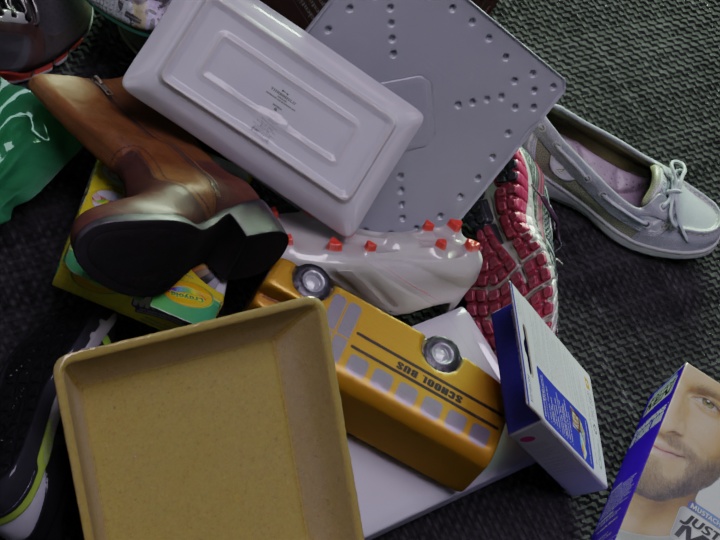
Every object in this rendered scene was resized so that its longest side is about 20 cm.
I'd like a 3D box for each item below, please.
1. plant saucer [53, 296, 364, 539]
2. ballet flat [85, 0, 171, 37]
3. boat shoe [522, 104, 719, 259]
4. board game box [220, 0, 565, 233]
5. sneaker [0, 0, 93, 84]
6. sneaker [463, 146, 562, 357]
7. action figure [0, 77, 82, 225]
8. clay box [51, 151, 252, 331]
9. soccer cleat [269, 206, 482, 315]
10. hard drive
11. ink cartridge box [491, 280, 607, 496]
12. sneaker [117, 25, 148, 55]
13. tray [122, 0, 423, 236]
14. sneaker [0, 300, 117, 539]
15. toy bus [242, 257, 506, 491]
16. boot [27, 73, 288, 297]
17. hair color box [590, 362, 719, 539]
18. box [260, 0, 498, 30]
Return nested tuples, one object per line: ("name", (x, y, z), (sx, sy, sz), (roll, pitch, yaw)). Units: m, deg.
("plant saucer", (-0.104, 0.132, 1.256), (0.199, 0.048, 0.202), (-13, 98, -29))
("ballet flat", (-0.205, -0.250, 1.437), (0.072, 0.072, 0.200), (-24, 49, -34))
("boat shoe", (0.218, -0.075, 1.570), (0.201, 0.065, 0.075), (29, 52, -6))
("board game box", (0.024, -0.119, 1.409), (0.200, 0.200, 0.026), (34, 10, -29))
("sneaker", (-0.277, -0.186, 1.397), (0.199, 0.082, 0.077), (-23, 71, -36))
("sneaker", (0.130, -0.014, 1.486), (0.074, 0.080, 0.201), (24, 55, -48))
("action figure", (-0.288, -0.049, 1.325), (0.118, 0.055, 0.201), (30, 59, -6))
("clay box", (-0.147, -0.025, 1.341), (0.114, 0.048, 0.201), (23, 34, -10))
("soccer cleat", (0.000, 0.000, 1.403), (0.199, 0.078, 0.069), (4, 33, -27))
("hard drive", (0.030, 0.115, 1.387), (0.199, 0.027, 0.132), (-20, 70, -34))
("ink cartridge box", (0.132, 0.089, 1.362), (0.037, 0.200, 0.095), (-14, 62, 16))
("sneaker", (-0.124, -0.160, 1.471), (0.106, 0.075, 0.201), (49, 11, -44))
("tray", (-0.059, -0.120, 1.334), (0.199, 0.022, 0.108), (33, 85, -12))
("sneaker", (-0.206, 0.109, 1.270), (0.083, 0.071, 0.201), (53, 39, -31))
("toy bus", (0.006, 0.074, 1.345), (0.199, 0.065, 0.079), (29, 53, -6))
("boot", (-0.165, -0.077, 1.291), (0.188, 0.069, 0.200), (-11, 50, -45))
("hair color box", (0.248, 0.180, 1.425), (0.109, 0.065, 0.201), (32, 50, -3))
("box", (-0.005, -0.249, 1.512), (0.199, 0.164, 0.166), (-22, 71, -34))
